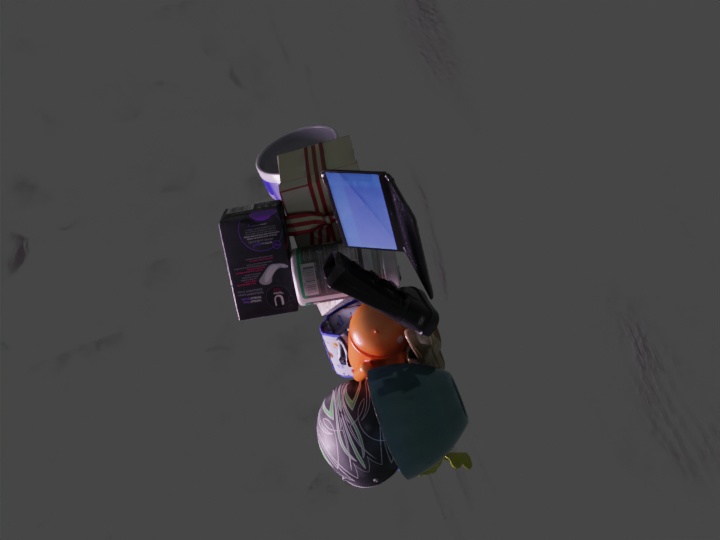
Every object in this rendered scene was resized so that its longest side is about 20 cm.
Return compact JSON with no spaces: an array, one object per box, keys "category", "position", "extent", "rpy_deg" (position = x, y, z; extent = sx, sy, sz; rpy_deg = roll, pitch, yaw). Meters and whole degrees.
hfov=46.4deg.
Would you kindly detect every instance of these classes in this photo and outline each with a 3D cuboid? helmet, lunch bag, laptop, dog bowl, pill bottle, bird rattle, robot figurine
[{"category":"helmet","position":[0.007,0.312,1.632],"extent":[0.202,0.199,0.191],"rpy_deg":[69,-165,7]},{"category":"lunch bag","position":[0.018,0.149,1.886],"extent":[0.171,0.198,0.124],"rpy_deg":[74,174,-46]},{"category":"laptop","position":[0.027,-0.060,1.365],"extent":[0.201,0.103,0.178],"rpy_deg":[-115,5,-47]},{"category":"dog bowl","position":[-0.131,-0.243,1.903],"extent":[0.200,0.199,0.079],"rpy_deg":[-116,3,-55]},{"category":"pill bottle","position":[-0.028,-0.002,1.614],"extent":[0.113,0.198,0.114],"rpy_deg":[-9,-90,-90]},{"category":"bird rattle","position":[0.147,0.311,1.699],"extent":[0.163,0.112,0.202],"rpy_deg":[-84,-22,-71]},{"category":"robot figurine","position":[0.034,0.133,1.577],"extent":[0.117,0.143,0.201],"rpy_deg":[54,160,28]}]

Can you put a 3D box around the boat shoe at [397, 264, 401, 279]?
[{"category":"boat shoe","position":[0.001,-0.002,1.752],"extent":[0.066,0.198,0.075],"rpy_deg":[45,-125,-47]}]

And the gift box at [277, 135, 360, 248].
[{"category":"gift box","position":[-0.057,-0.133,1.684],"extent":[0.187,0.183,0.201],"rpy_deg":[-101,-9,-56]}]

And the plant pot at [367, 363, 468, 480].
[{"category":"plant pot","position":[0.110,0.244,1.462],"extent":[0.200,0.134,0.202],"rpy_deg":[-22,-90,-83]}]

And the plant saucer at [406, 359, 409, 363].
[{"category":"plant saucer","position":[0.091,0.159,1.712],"extent":[0.200,0.031,0.201],"rpy_deg":[50,161,24]}]

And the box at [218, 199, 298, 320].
[{"category":"box","position":[-0.193,-0.021,1.630],"extent":[0.106,0.121,0.202],"rpy_deg":[-97,-2,-71]}]

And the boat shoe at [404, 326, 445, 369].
[{"category":"boat shoe","position":[0.112,0.145,1.538],"extent":[0.200,0.064,0.072],"rpy_deg":[76,172,-58]}]

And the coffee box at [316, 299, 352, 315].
[{"category":"coffee box","position":[-0.033,0.008,1.934],"extent":[0.200,0.079,0.114],"rpy_deg":[-39,73,46]}]

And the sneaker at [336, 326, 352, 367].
[{"category":"sneaker","position":[0.028,0.196,1.712],"extent":[0.201,0.108,0.070],"rpy_deg":[58,163,-5]}]

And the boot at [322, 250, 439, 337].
[{"category":"boot","position":[0.020,0.031,1.411],"extent":[0.199,0.066,0.165],"rpy_deg":[25,-177,-22]}]
